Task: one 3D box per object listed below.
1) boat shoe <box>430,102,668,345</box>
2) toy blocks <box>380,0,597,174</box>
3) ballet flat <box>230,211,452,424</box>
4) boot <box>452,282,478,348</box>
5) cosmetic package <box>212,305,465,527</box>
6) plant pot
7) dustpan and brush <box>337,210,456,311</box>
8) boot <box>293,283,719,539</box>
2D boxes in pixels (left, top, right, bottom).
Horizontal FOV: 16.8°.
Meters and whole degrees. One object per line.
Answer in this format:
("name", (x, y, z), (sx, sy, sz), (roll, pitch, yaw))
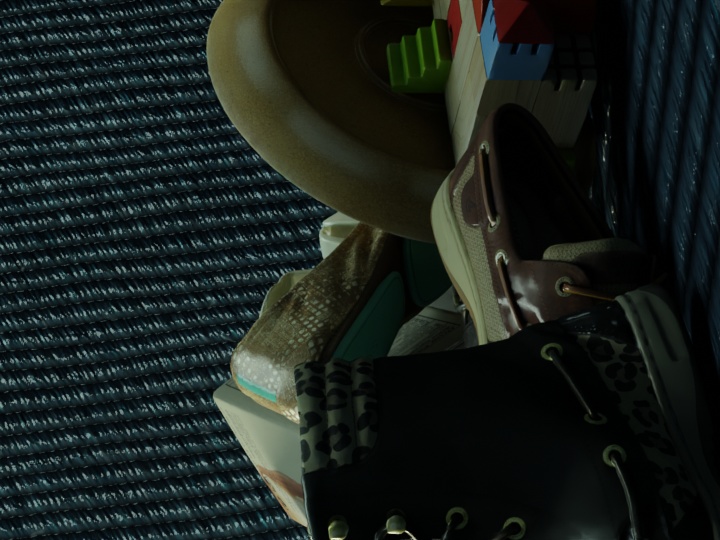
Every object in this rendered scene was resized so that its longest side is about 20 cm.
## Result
("boat shoe", (0.088, 0.014, 0.989), (0.072, 0.072, 0.200), (113, 146, -43))
("toy blocks", (0.070, -0.140, 1.086), (0.137, 0.099, 0.201), (104, 163, -56))
("ballet flat", (0.000, 0.000, 1.135), (0.200, 0.065, 0.071), (-47, -39, -50))
("boot", (0.058, 0.057, 1.044), (0.200, 0.069, 0.175), (18, -128, -44))
("cosmetic package", (0.012, 0.077, 1.194), (0.087, 0.103, 0.200), (58, 168, -13))
("plant pot", (0.025, -0.092, 1.163), (0.201, 0.199, 0.028), (-97, 25, -45))
("dustpan and brush", (0.084, 0.029, 1.256), (0.200, 0.139, 0.057), (54, -144, -20))
("boot", (0.059, 0.104, 0.879), (0.074, 0.153, 0.204), (85, 177, -55))
